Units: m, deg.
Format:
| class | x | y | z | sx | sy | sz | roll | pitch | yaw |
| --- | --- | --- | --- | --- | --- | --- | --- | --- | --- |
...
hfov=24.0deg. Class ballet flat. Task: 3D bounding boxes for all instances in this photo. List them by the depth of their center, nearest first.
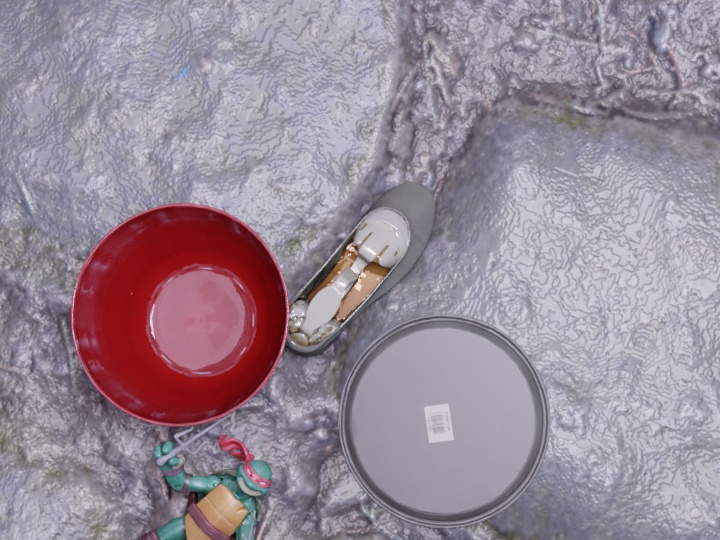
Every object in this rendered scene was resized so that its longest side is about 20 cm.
| class | x | y | z | sx | sy | sz | roll | pitch | yaw |
| --- | --- | --- | --- | --- | --- | --- | --- | --- | --- |
| ballet flat | 0.000 | 0.000 | 1.573 | 0.067 | 0.064 | 0.200 | 40 | 90 | 7 |

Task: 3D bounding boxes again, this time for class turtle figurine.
| class | x | y | z | sx | sy | sz | roll | pitch | yaw |
| --- | --- | --- | --- | --- | --- | --- | --- | --- | --- |
| turtle figurine | -0.139 | 0.233 | 1.552 | 0.150 | 0.101 | 0.200 | 45 | 105 | 18 |

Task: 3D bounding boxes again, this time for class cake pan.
| class | x | y | z | sx | sy | sz | roll | pitch | yaw |
| --- | --- | --- | --- | --- | --- | --- | --- | --- | --- |
| cake pan | 0.077 | 0.140 | 1.569 | 0.199 | 0.037 | 0.201 | 0 | 86 | 5 |

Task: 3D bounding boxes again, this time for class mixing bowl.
| class | x | y | z | sx | sy | sz | roll | pitch | yaw |
| --- | --- | --- | --- | --- | --- | --- | --- | --- | --- |
| mixing bowl | -0.156 | 0.044 | 1.561 | 0.199 | 0.108 | 0.201 | -1 | 84 | 6 |
